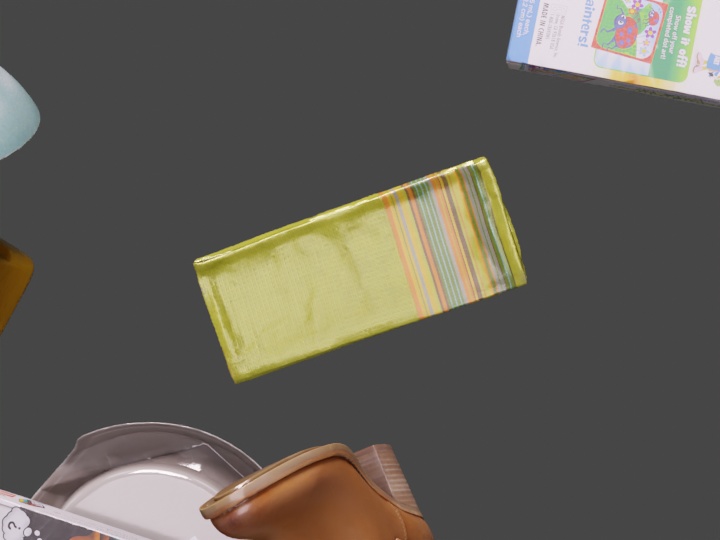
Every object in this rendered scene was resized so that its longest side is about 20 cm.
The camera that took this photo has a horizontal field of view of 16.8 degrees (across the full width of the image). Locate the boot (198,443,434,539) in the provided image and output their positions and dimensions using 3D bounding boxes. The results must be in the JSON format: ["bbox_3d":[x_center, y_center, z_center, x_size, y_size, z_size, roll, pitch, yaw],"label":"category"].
[{"bbox_3d":[-0.006,0.184,1.439,0.074,0.200,0.155,-26,77,30],"label":"boot"}]

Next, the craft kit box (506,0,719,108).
[{"bbox_3d":[0.205,-0.206,1.512,0.197,0.049,0.200,12,89,8],"label":"craft kit box"}]

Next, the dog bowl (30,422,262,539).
[{"bbox_3d":[-0.128,0.193,1.519,0.200,0.059,0.200,0,88,5],"label":"dog bowl"}]

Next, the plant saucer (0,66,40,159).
[{"bbox_3d":[-0.296,-0.104,1.479,0.200,0.200,0.036,4,115,6],"label":"plant saucer"}]

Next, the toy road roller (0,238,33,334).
[{"bbox_3d":[-0.301,-0.010,1.529,0.200,0.146,0.123,31,91,43],"label":"toy road roller"}]

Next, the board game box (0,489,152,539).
[{"bbox_3d":[-0.196,0.247,1.477,0.126,0.035,0.200,17,90,7],"label":"board game box"}]

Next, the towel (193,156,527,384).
[{"bbox_3d":[0.000,0.000,1.535,0.200,0.018,0.086,-19,85,5],"label":"towel"}]
